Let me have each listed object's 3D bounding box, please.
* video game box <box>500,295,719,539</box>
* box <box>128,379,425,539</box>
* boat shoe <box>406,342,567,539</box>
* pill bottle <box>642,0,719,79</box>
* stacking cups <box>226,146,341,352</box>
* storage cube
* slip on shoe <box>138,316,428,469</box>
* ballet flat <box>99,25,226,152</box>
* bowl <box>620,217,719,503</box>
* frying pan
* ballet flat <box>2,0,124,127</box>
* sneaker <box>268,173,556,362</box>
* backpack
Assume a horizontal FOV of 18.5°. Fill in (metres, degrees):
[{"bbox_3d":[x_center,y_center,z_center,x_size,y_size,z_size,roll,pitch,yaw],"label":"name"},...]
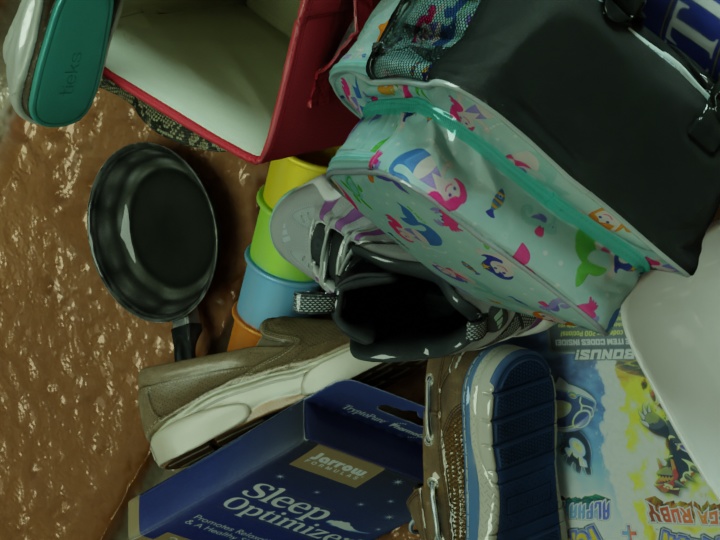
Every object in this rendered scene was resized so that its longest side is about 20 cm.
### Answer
[{"bbox_3d":[0.140,0.079,1.206,0.200,0.047,0.183,-3,100,39],"label":"video game box"},{"bbox_3d":[-0.031,0.129,1.307,0.200,0.121,0.032,-33,47,38],"label":"box"},{"bbox_3d":[0.067,0.133,1.211,0.072,0.072,0.201,15,108,47],"label":"boat shoe"},{"bbox_3d":[0.177,-0.146,1.075,0.200,0.120,0.120,39,122,26],"label":"pill bottle"},{"bbox_3d":[-0.045,0.013,1.333,0.060,0.060,0.201,30,121,30],"label":"stacking cups"},{"bbox_3d":[-0.039,-0.178,1.202,0.200,0.180,0.171,31,118,29],"label":"storage cube"},{"bbox_3d":[-0.038,0.053,1.292,0.200,0.076,0.061,-24,76,16],"label":"slip on shoe"},{"bbox_3d":[-0.121,-0.123,1.318,0.068,0.075,0.200,-52,41,-8],"label":"ballet flat"},{"bbox_3d":[0.247,0.045,1.052,0.200,0.075,0.200,-34,86,43],"label":"bowl"},{"bbox_3d":[-0.109,0.006,1.391,0.115,0.031,0.190,-45,70,36],"label":"frying pan"},{"bbox_3d":[-0.142,-0.167,1.136,0.069,0.069,0.200,42,124,24],"label":"ballet flat"},{"bbox_3d":[0.000,0.000,1.179,0.200,0.140,0.078,10,111,37],"label":"sneaker"},{"bbox_3d":[0.073,-0.065,1.063,0.151,0.177,0.200,-54,23,-1],"label":"backpack"}]
